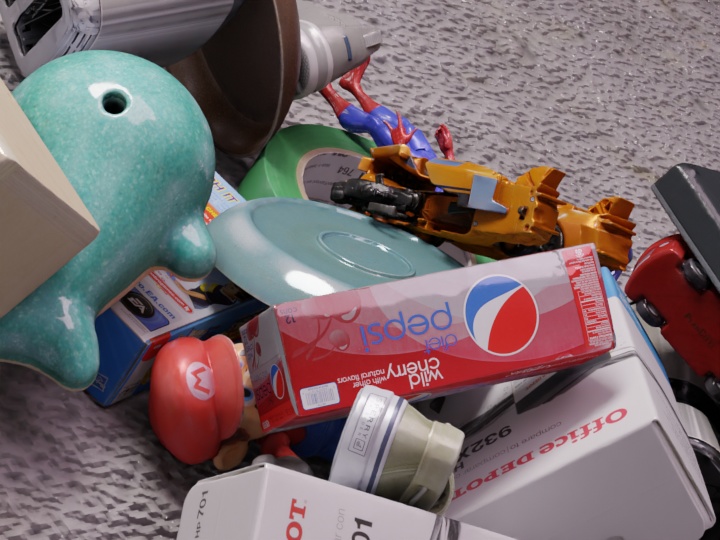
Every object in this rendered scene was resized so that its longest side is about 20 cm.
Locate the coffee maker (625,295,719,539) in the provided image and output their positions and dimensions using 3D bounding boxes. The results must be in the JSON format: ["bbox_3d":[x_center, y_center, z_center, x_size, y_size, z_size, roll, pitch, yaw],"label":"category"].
[{"bbox_3d":[0.230,0.131,1.427,0.191,0.135,0.201,29,29,-13],"label":"coffee maker"}]

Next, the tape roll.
[{"bbox_3d":[0.008,-0.019,1.504,0.199,0.048,0.201,26,29,-16],"label":"tape roll"}]

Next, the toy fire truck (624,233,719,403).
[{"bbox_3d":[0.260,0.049,1.398,0.200,0.049,0.141,48,24,-1],"label":"toy fire truck"}]

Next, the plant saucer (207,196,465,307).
[{"bbox_3d":[0.000,0.000,1.308,0.198,0.028,0.200,20,16,-6],"label":"plant saucer"}]

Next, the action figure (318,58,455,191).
[{"bbox_3d":[0.039,-0.083,1.539,0.065,0.052,0.200,2,45,-53],"label":"action figure"}]

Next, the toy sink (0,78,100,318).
[{"bbox_3d":[-0.259,-0.018,1.120,0.131,0.200,0.112,52,3,30],"label":"toy sink"}]

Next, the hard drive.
[{"bbox_3d":[0.275,0.023,1.360,0.139,0.033,0.201,8,46,-55],"label":"hard drive"}]

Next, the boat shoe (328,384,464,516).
[{"bbox_3d":[0.018,0.117,1.145,0.062,0.072,0.200,23,-15,7],"label":"boat shoe"}]

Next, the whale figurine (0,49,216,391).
[{"bbox_3d":[-0.153,-0.036,1.186,0.158,0.104,0.201,20,56,-3],"label":"whale figurine"}]

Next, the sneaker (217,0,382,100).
[{"bbox_3d":[-0.056,-0.160,1.552,0.081,0.075,0.200,-17,21,-27],"label":"sneaker"}]

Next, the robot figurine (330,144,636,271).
[{"bbox_3d":[0.076,-0.040,1.398,0.144,0.059,0.199,20,-5,-43],"label":"robot figurine"}]

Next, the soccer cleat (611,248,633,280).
[{"bbox_3d":[0.124,0.022,1.447,0.200,0.083,0.065,-45,120,-52],"label":"soccer cleat"}]

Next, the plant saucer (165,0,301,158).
[{"bbox_3d":[-0.091,-0.179,1.483,0.032,0.201,0.201,-16,53,-26],"label":"plant saucer"}]

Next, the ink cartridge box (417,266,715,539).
[{"bbox_3d":[0.116,0.102,1.280,0.084,0.144,0.200,59,11,-23],"label":"ink cartridge box"}]

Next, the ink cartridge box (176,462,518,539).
[{"bbox_3d":[0.005,0.195,1.071,0.199,0.086,0.148,20,69,-28],"label":"ink cartridge box"}]

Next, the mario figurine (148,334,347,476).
[{"bbox_3d":[-0.035,0.073,1.250,0.199,0.107,0.123,10,15,-47],"label":"mario figurine"}]

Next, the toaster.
[{"bbox_3d":[-0.163,-0.195,1.434,0.128,0.200,0.115,-17,87,-28],"label":"toaster"}]

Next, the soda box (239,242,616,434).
[{"bbox_3d":[0.039,0.038,1.190,0.198,0.070,0.064,-10,81,-21],"label":"soda box"}]

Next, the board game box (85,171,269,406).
[{"bbox_3d":[-0.154,-0.025,1.327,0.200,0.056,0.195,44,29,15],"label":"board game box"}]
